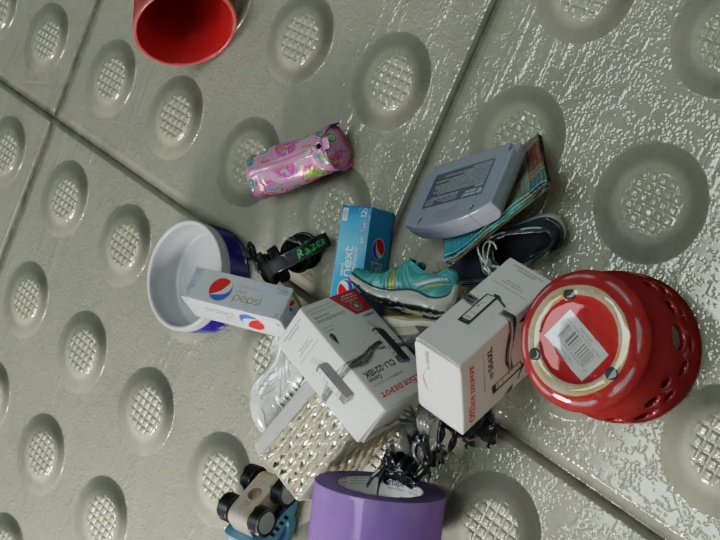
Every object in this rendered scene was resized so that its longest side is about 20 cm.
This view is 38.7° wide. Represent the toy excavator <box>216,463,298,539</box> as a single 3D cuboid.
[{"bbox_3d":[-0.165,0.458,1.709,0.099,0.202,0.195,10,45,38],"label":"toy excavator"}]

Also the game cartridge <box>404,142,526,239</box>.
[{"bbox_3d":[0.152,-0.112,1.525,0.199,0.041,0.135,-11,51,53],"label":"game cartridge"}]

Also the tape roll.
[{"bbox_3d":[0.024,0.358,1.505,0.198,0.199,0.087,7,89,38],"label":"tape roll"}]

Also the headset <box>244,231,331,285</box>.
[{"bbox_3d":[-0.132,-0.030,1.741,0.199,0.123,0.095,-25,92,56],"label":"headset"}]

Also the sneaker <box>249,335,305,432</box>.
[{"bbox_3d":[-0.119,0.187,1.727,0.098,0.077,0.203,22,98,34],"label":"sneaker"}]

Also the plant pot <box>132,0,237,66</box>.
[{"bbox_3d":[-0.346,-0.523,1.951,0.199,0.199,0.180,-35,55,28],"label":"plant pot"}]

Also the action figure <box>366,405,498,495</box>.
[{"bbox_3d":[0.092,0.246,1.474,0.119,0.197,0.104,1,110,67],"label":"action figure"}]

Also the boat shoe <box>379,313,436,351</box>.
[{"bbox_3d":[0.101,0.100,1.576,0.197,0.071,0.066,0,93,36],"label":"boat shoe"}]

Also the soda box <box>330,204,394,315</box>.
[{"bbox_3d":[0.000,0.000,1.666,0.063,0.067,0.204,6,87,38],"label":"soda box"}]

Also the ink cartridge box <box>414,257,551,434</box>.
[{"bbox_3d":[0.173,0.104,1.408,0.084,0.199,0.147,31,147,34],"label":"ink cartridge box"}]

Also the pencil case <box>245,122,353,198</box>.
[{"bbox_3d":[-0.108,-0.188,1.770,0.198,0.087,0.089,-15,74,36],"label":"pencil case"}]

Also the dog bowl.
[{"bbox_3d":[-0.300,0.013,1.890,0.198,0.078,0.204,-7,78,36],"label":"dog bowl"}]

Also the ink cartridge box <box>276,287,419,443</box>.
[{"bbox_3d":[-0.005,0.139,1.532,0.200,0.143,0.084,49,125,17],"label":"ink cartridge box"}]

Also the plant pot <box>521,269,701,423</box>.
[{"bbox_3d":[0.322,0.094,1.335,0.198,0.181,0.204,-7,77,34],"label":"plant pot"}]

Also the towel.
[{"bbox_3d":[0.195,-0.107,1.515,0.199,0.022,0.148,-40,26,26],"label":"towel"}]

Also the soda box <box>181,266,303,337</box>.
[{"bbox_3d":[-0.197,0.054,1.726,0.197,0.068,0.064,13,62,25],"label":"soda box"}]

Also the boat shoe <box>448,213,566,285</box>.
[{"bbox_3d":[0.208,-0.022,1.505,0.198,0.062,0.076,-19,99,32],"label":"boat shoe"}]

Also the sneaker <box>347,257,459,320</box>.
[{"bbox_3d":[0.068,0.021,1.553,0.198,0.077,0.081,11,74,39],"label":"sneaker"}]

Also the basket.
[{"bbox_3d":[-0.047,0.255,1.621,0.201,0.135,0.124,-52,59,20],"label":"basket"}]
